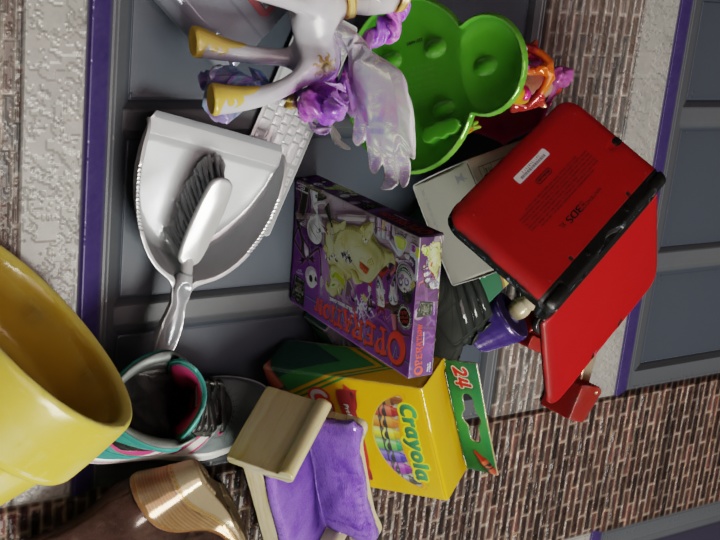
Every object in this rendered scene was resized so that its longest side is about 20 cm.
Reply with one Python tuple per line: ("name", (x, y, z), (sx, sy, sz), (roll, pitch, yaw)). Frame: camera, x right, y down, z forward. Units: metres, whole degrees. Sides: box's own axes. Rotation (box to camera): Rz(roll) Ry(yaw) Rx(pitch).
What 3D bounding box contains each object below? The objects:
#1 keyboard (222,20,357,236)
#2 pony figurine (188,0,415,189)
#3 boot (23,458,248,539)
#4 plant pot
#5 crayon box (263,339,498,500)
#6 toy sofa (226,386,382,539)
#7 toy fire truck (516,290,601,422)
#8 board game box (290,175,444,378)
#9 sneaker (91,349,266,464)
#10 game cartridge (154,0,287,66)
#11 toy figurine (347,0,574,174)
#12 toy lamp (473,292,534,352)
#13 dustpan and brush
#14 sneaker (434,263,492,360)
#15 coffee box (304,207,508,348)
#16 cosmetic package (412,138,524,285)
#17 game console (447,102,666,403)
("keyboard", (-0.064, -0.131, 1.082), (0.056, 0.011, 0.201), (21, 94, -38))
("pony figurine", (-0.031, -0.171, 0.979), (0.199, 0.166, 0.195), (-8, 115, -27))
("boot", (-0.191, 0.247, 1.106), (0.165, 0.073, 0.200), (-26, 142, -3))
("plant pot", (-0.300, 0.101, 0.897), (0.189, 0.201, 0.201), (-43, 127, 4))
("crayon box", (0.018, 0.134, 1.116), (0.051, 0.199, 0.128), (-48, 132, -47))
("toy sofa", (-0.046, 0.204, 1.109), (0.201, 0.097, 0.083), (83, 30, -46))
("toy fire truck", (0.226, 0.051, 1.328), (0.141, 0.049, 0.201), (23, 92, -39))
("board game box", (0.000, 0.000, 1.055), (0.032, 0.200, 0.121), (-12, 113, -30))
("sneaker", (-0.143, 0.112, 1.040), (0.199, 0.121, 0.084), (-5, 75, -33))
("game cartridge", (-0.087, -0.277, 0.998), (0.200, 0.041, 0.133), (-51, 124, -9))
("toy figurine", (0.119, -0.170, 1.105), (0.183, 0.199, 0.151), (-8, 89, -46))
("toy lamp", (0.192, 0.017, 1.232), (0.200, 0.058, 0.058), (-36, 133, 26))
("dustpan and brush", (-0.143, -0.018, 1.035), (0.139, 0.057, 0.201), (12, 111, -37))
("sneaker", (0.080, 0.083, 1.166), (0.099, 0.071, 0.202), (-14, 111, -24))
("coffee box", (0.051, 0.024, 1.198), (0.200, 0.044, 0.123), (-42, 125, -15))
("cosmetic package", (0.149, -0.067, 1.161), (0.199, 0.073, 0.104), (-22, 91, -46))
("game console", (0.176, -0.019, 1.096), (0.200, 0.172, 0.119), (-44, 170, -34))
